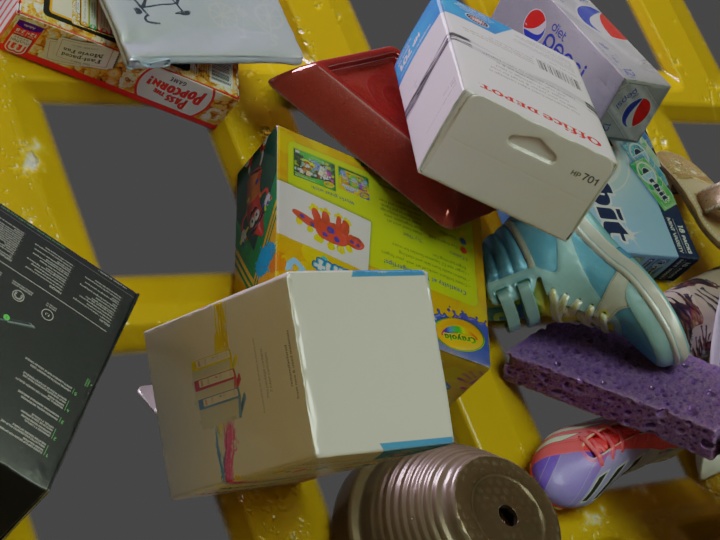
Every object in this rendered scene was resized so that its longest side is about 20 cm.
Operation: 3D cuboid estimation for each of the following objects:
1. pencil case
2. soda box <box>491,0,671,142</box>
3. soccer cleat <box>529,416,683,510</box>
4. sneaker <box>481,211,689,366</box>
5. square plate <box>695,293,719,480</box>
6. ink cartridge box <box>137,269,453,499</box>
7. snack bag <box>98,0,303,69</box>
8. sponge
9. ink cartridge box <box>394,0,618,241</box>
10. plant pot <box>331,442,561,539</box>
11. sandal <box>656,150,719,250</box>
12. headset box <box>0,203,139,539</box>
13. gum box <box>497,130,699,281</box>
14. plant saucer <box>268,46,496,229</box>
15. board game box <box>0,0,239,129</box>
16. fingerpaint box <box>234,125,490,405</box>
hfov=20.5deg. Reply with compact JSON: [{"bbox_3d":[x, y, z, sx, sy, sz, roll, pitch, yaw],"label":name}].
[{"bbox_3d":[0.312,0.050,1.800,0.089,0.078,0.199,33,33,29],"label":"pencil case"},{"bbox_3d":[0.205,-0.207,1.880,0.063,0.069,0.200,4,36,-37],"label":"soda box"},{"bbox_3d":[0.216,0.142,1.651,0.199,0.076,0.067,-14,68,-45],"label":"soccer cleat"},{"bbox_3d":[0.173,0.031,1.671,0.130,0.080,0.200,-35,62,-10],"label":"sneaker"},{"bbox_3d":[0.362,0.069,1.780,0.028,0.200,0.199,22,27,37],"label":"square plate"},{"bbox_3d":[-0.053,0.083,1.399,0.128,0.199,0.126,-2,77,-40],"label":"ink cartridge box"},{"bbox_3d":[-0.149,-0.242,1.623,0.188,0.021,0.201,-6,61,-42],"label":"snack bag"},{"bbox_3d":[0.231,0.093,1.655,0.199,0.030,0.111,20,29,30],"label":"sponge"},{"bbox_3d":[0.115,-0.129,1.628,0.146,0.086,0.200,25,26,-17],"label":"ink cartridge box"},{"bbox_3d":[0.085,0.203,1.483,0.200,0.093,0.202,23,46,-26],"label":"plant pot"},{"bbox_3d":[0.351,-0.072,1.876,0.077,0.070,0.212,3,31,-35],"label":"sandal"},{"bbox_3d":[-0.265,0.059,1.305,0.174,0.093,0.201,33,43,-15],"label":"headset box"},{"bbox_3d":[0.204,-0.077,1.840,0.199,0.045,0.171,3,57,-37],"label":"gum box"},{"bbox_3d":[0.046,-0.124,1.683,0.200,0.037,0.199,40,25,13],"label":"plant saucer"},{"bbox_3d":[-0.194,-0.216,1.618,0.199,0.046,0.152,20,48,-27],"label":"board game box"},{"bbox_3d":[0.000,0.000,1.587,0.199,0.073,0.168,21,46,-26],"label":"fingerpaint box"}]
